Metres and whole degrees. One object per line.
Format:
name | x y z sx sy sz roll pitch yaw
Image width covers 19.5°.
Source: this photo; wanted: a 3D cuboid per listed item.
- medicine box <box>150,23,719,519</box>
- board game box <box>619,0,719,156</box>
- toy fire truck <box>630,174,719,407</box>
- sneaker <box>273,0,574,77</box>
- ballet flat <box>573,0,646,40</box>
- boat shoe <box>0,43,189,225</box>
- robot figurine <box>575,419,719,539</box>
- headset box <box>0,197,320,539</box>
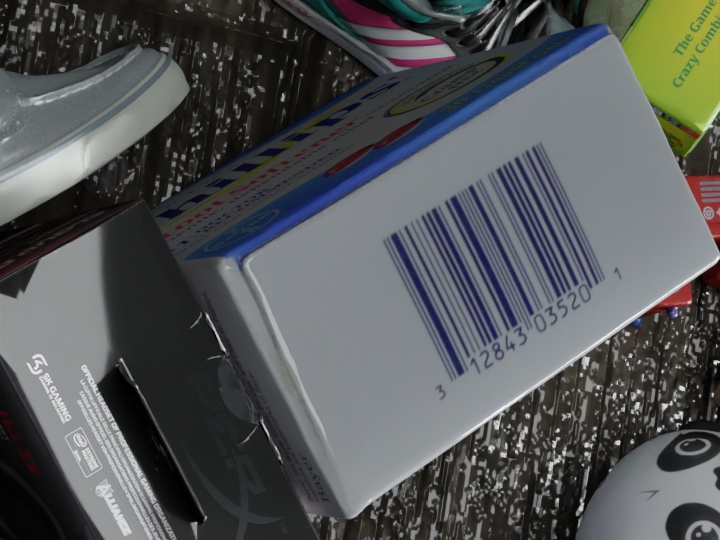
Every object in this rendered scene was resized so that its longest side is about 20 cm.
medicine box | 0.000 0.000 0.811 0.182 0.200 0.103 -33 103 -25
board game box | 0.169 -0.146 0.843 0.047 0.102 0.201 33 91 6
toy fire truck | 0.193 0.023 0.984 0.199 0.049 0.142 -3 81 -27
sneaker | 0.051 -0.119 0.889 0.199 0.121 0.084 28 75 -23
ballet flat | 0.167 -0.185 0.980 0.062 0.067 0.201 24 81 16
boat shoe | -0.160 -0.051 0.806 0.200 0.070 0.072 -30 106 -22
robot figurine | 0.192 0.143 0.935 0.199 0.150 0.126 18 88 -17
headset box | -0.101 0.060 0.757 0.075 0.200 0.149 -31 101 -25
